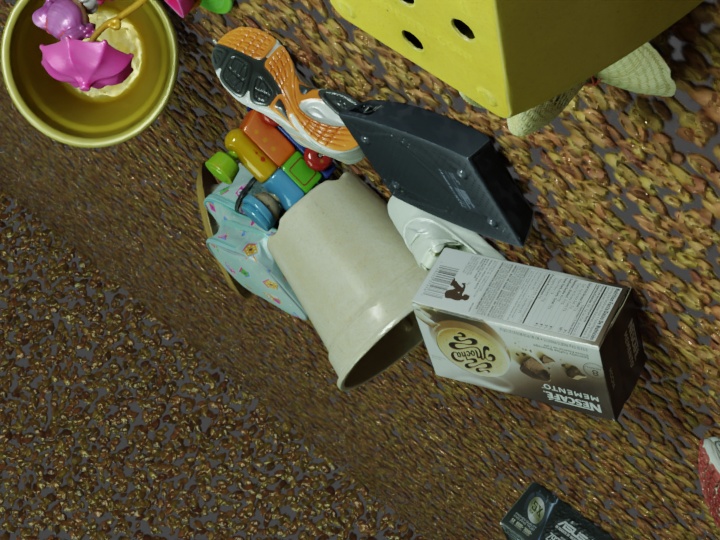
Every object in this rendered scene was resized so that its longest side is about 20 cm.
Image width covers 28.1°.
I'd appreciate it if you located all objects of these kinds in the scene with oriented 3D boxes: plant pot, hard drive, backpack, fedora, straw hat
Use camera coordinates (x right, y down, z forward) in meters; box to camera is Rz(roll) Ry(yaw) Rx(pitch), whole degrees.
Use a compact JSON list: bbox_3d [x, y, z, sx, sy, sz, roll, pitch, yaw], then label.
[{"bbox_3d":[0.000,0.000,1.607,0.184,0.200,0.201,51,168,13],"label":"plant pot"},{"bbox_3d":[-0.312,-0.252,1.686,0.201,0.201,0.189,45,-179,-13],"label":"plant pot"},{"bbox_3d":[0.074,-0.098,1.362,0.199,0.042,0.135,25,158,50],"label":"hard drive"},{"bbox_3d":[-0.102,-0.045,1.788,0.200,0.153,0.176,36,172,48],"label":"backpack"},{"bbox_3d":[-0.156,-0.062,1.943,0.201,0.081,0.202,-17,-90,-84],"label":"fedora"},{"bbox_3d":[0.077,-0.206,0.764,0.199,0.177,0.200,36,165,24],"label":"plant pot"},{"bbox_3d":[0.109,-0.137,0.950,0.200,0.085,0.201,35,-178,-1],"label":"straw hat"}]

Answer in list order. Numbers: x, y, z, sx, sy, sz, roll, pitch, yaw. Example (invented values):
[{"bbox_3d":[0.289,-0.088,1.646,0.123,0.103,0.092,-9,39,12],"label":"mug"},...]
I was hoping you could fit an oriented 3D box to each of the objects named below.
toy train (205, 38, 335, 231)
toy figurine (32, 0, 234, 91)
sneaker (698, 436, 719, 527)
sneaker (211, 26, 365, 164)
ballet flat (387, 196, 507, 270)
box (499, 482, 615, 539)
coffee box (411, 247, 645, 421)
[{"bbox_3d":[-0.133,-0.149,1.624,0.200,0.116,0.085,45,165,-11],"label":"toy train"},{"bbox_3d":[-0.261,-0.274,1.463,0.200,0.184,0.150,38,165,18],"label":"toy figurine"},{"bbox_3d":[0.395,0.229,1.391,0.200,0.082,0.078,-128,20,-50],"label":"sneaker"},{"bbox_3d":[-0.073,-0.171,1.491,0.200,0.076,0.092,39,170,17],"label":"sneaker"},{"bbox_3d":[0.101,-0.010,1.487,0.200,0.070,0.069,39,166,8],"label":"ballet flat"},{"bbox_3d":[0.321,0.432,2.163,0.199,0.086,0.164,34,164,31],"label":"box"},{"bbox_3d":[0.162,0.060,1.379,0.199,0.080,0.114,13,143,30],"label":"coffee box"}]
